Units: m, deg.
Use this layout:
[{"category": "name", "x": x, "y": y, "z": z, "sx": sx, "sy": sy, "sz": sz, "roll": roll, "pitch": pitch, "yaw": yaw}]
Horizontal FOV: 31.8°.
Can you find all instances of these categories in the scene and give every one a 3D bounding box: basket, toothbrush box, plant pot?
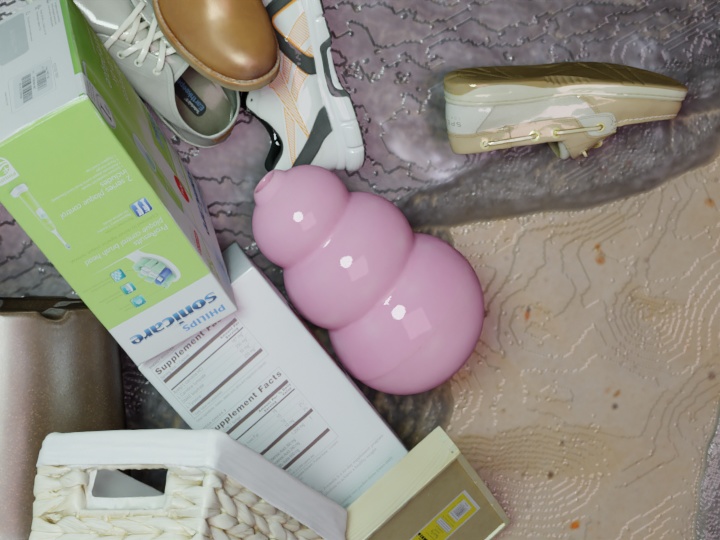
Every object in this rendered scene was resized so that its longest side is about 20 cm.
[{"category": "basket", "x": -0.107, "y": 0.189, "z": 0.805, "sx": 0.134, "sy": 0.200, "sz": 0.125, "roll": -5, "pitch": 65, "yaw": 23}, {"category": "toothbrush box", "x": -0.173, "y": -0.061, "z": 0.842, "sx": 0.085, "sy": 0.146, "sz": 0.201, "roll": -27, "pitch": 131, "yaw": 3}, {"category": "plant pot", "x": -0.244, "y": 0.122, "z": 0.886, "sx": 0.197, "sy": 0.200, "sz": 0.202, "roll": 1, "pitch": 93, "yaw": -12}]

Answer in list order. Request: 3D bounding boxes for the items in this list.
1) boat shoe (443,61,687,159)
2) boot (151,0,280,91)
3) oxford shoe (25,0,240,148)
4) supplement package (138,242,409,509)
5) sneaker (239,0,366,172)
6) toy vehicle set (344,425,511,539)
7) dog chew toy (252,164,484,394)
[{"category": "boat shoe", "x": 0.158, "y": -0.122, "z": 0.990, "sx": 0.197, "sy": 0.074, "sz": 0.070, "roll": -2, "pitch": 112, "yaw": -11}, {"category": "boot", "x": -0.097, "y": -0.234, "z": 0.831, "sx": 0.076, "sy": 0.155, "sz": 0.202, "roll": -14, "pitch": 72, "yaw": -21}, {"category": "oxford shoe", "x": -0.156, "y": -0.163, "z": 0.897, "sx": 0.200, "sy": 0.058, "sz": 0.076, "roll": 43, "pitch": 75, "yaw": -26}, {"category": "supplement package", "x": -0.066, "y": 0.096, "z": 0.951, "sx": 0.109, "sy": 0.114, "sz": 0.201, "roll": -40, "pitch": 107, "yaw": -3}, {"category": "sneaker", "x": -0.059, "y": -0.159, "z": 0.930, "sx": 0.079, "sy": 0.074, "sz": 0.203, "roll": -19, "pitch": 103, "yaw": -6}, {"category": "toy vehicle set", "x": 0.045, "y": 0.200, "z": 0.972, "sx": 0.124, "sy": 0.027, "sz": 0.200, "roll": -41, "pitch": 150, "yaw": -4}, {"category": "dog chew toy", "x": 0.000, "y": 0.000, "z": 0.940, "sx": 0.200, "sy": 0.125, "sz": 0.125, "roll": 43, "pitch": 89, "yaw": -19}]
